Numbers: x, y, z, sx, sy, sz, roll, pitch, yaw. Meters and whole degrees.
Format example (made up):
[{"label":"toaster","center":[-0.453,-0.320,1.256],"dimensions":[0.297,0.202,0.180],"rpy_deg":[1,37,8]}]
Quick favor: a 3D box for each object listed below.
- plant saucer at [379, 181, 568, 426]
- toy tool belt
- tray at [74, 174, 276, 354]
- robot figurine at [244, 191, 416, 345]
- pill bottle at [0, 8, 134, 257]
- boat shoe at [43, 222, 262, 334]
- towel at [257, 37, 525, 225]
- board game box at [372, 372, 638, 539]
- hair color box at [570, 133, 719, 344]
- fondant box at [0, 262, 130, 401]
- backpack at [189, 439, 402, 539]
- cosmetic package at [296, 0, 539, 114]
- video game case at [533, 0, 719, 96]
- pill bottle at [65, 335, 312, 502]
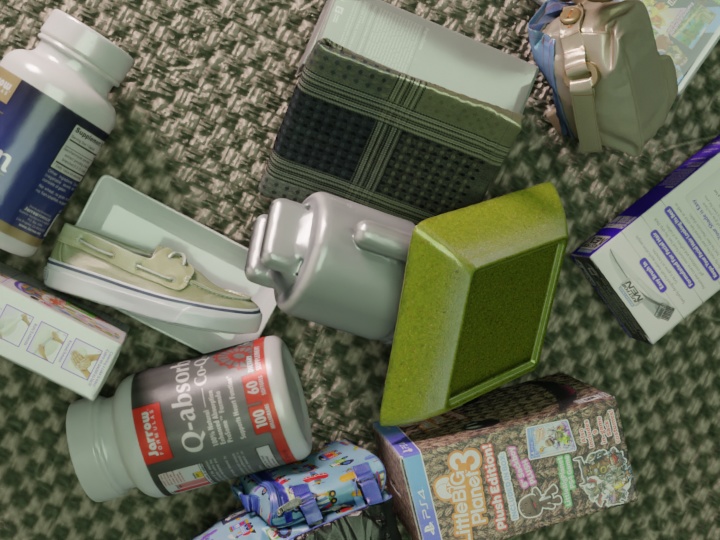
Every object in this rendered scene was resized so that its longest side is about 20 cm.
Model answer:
[{"label":"plant saucer","center":[0.113,0.037,1.049],"dimensions":[0.200,0.048,0.200],"rpy_deg":[-19,127,-44]},{"label":"toy tool belt","center":[0.199,-0.200,1.070],"dimensions":[0.125,0.123,0.200],"rpy_deg":[-49,131,-29]},{"label":"tray","center":[-0.175,0.002,1.104],"dimensions":[0.200,0.022,0.108],"rpy_deg":[28,90,-9]},{"label":"robot figurine","center":[0.000,0.000,1.058],"dimensions":[0.200,0.170,0.113],"rpy_deg":[18,68,-20]},{"label":"pill bottle","center":[-0.285,-0.122,1.034],"dimensions":[0.111,0.111,0.200],"rpy_deg":[32,88,-9]},{"label":"boat shoe","center":[-0.182,0.009,1.057],"dimensions":[0.200,0.072,0.062],"rpy_deg":[15,94,-7]},{"label":"towel","center":[0.025,-0.105,1.064],"dimensions":[0.200,0.035,0.193],"rpy_deg":[21,135,-6]},{"label":"board game box","center":[0.127,0.175,1.092],"dimensions":[0.200,0.159,0.097],"rpy_deg":[-14,95,-8]},{"label":"hair color box","center":[0.320,-0.033,1.155],"dimensions":[0.200,0.065,0.109],"rpy_deg":[-38,99,-6]},{"label":"fondant box","center":[-0.304,0.035,1.025],"dimensions":[0.200,0.144,0.058],"rpy_deg":[27,89,-9]},{"label":"backpack","center":[-0.071,0.246,1.051],"dimensions":[0.200,0.183,0.135],"rpy_deg":[-16,94,-10]},{"label":"cosmetic package","center":[0.050,-0.182,1.084],"dimensions":[0.200,0.107,0.090],"rpy_deg":[24,90,-7]},{"label":"video game case","center":[0.286,-0.299,1.125],"dimensions":[0.182,0.023,0.200],"rpy_deg":[35,95,2]},{"label":"pill bottle","center":[-0.152,0.138,1.063],"dimensions":[0.200,0.116,0.116],"rpy_deg":[-16,96,3]}]
